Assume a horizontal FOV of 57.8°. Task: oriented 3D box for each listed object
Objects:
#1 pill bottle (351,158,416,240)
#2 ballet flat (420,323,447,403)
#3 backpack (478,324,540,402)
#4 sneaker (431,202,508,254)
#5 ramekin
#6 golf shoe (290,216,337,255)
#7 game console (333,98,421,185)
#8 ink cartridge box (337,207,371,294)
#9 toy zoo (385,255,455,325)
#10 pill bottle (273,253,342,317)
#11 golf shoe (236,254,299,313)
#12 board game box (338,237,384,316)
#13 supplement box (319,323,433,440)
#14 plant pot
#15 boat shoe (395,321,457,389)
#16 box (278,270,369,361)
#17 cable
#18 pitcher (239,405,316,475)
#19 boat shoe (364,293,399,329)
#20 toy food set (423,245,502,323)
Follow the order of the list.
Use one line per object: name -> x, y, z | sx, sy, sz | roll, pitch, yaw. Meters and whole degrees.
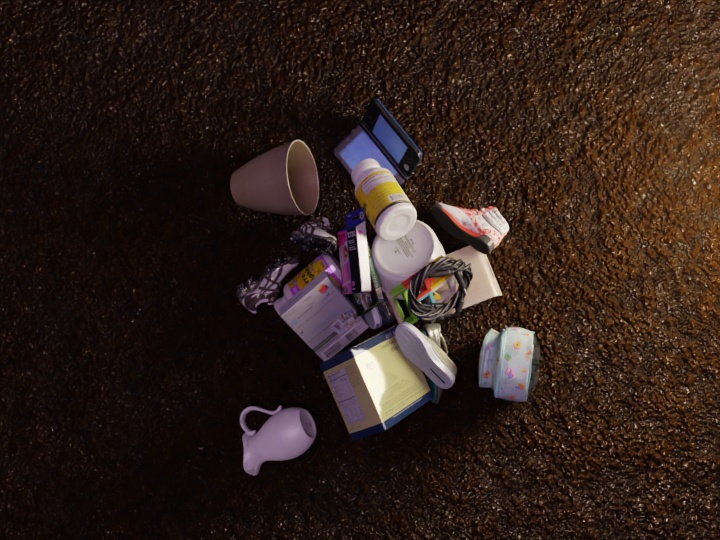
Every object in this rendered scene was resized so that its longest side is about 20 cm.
pill bottle -> 0.051, -0.181, 1.613 | 0.110, 0.112, 0.202 | -32, 55, 6
ballet flat -> 0.198, 0.236, 1.667 | 0.062, 0.067, 0.206 | -10, 93, -17
backpack -> 0.362, 0.226, 1.578 | 0.149, 0.200, 0.181 | 9, 90, 8
sneaker -> 0.285, -0.132, 1.675 | 0.200, 0.068, 0.108 | 38, 65, 26
ramekin -> 0.114, -0.036, 1.638 | 0.196, 0.095, 0.208 | -5, 62, 10
golf shoe -> -0.107, -0.099, 1.661 | 0.078, 0.198, 0.095 | 46, 74, -31
game console -> 0.040, -0.304, 1.687 | 0.118, 0.171, 0.201 | -37, 83, -22
ink cartridge box -> -0.017, -0.046, 1.609 | 0.036, 0.094, 0.207 | -1, 85, -31
toy zoo -> 0.162, 0.048, 1.586 | 0.198, 0.133, 0.021 | -35, 45, -8
pill bottle -> -0.131, 0.050, 1.699 | 0.199, 0.104, 0.105 | -40, 84, 4
golf shoe -> -0.234, 0.035, 1.738 | 0.197, 0.078, 0.096 | -33, 101, 7
board game box -> 0.000, 0.000, 1.635 | 0.023, 0.104, 0.205 | -4, 70, -32
supplement box -> 0.041, 0.271, 1.603 | 0.133, 0.198, 0.204 | -30, 83, 45
plant pot -> -0.234, -0.229, 1.700 | 0.194, 0.186, 0.194 | -5, 87, 21
boat shoe -> 0.161, 0.202, 1.601 | 0.072, 0.062, 0.201 | -35, 98, 35
box -> -0.091, 0.121, 1.666 | 0.155, 0.041, 0.201 | -39, 124, 4
cable -> 0.192, 0.044, 1.553 | 0.051, 0.196, 0.166 | 48, 117, 45
pitcher -> -0.223, 0.415, 1.701 | 0.197, 0.121, 0.175 | -28, 69, 17
boat shoe -> 0.034, 0.053, 1.702 | 0.089, 0.071, 0.204 | -13, 67, -25
toy food set -> 0.248, 0.032, 1.679 | 0.195, 0.060, 0.147 | -21, 74, 5
